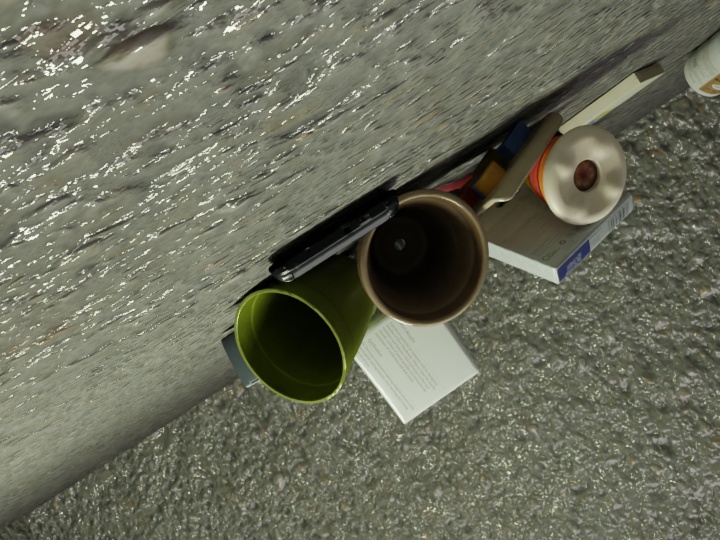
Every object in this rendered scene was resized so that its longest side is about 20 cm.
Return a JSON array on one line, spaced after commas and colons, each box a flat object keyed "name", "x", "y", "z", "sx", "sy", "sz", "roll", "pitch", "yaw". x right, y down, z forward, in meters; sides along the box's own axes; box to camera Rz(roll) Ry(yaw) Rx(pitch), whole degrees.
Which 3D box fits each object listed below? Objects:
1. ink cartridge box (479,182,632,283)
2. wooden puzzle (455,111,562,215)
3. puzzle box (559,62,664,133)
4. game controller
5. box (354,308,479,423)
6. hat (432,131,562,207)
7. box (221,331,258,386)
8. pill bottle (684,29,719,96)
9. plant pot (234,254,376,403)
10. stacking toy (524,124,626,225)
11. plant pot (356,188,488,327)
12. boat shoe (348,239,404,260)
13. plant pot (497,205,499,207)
[{"name": "ink cartridge box", "x": 0.291, "y": -0.081, "z": 1.458, "sx": 0.196, "sy": 0.044, "sz": 0.199, "roll": -41, "pitch": -139, "yaw": -22}, {"name": "wooden puzzle", "x": 0.207, "y": -0.154, "z": 1.429, "sx": 0.186, "sy": 0.046, "sz": 0.200, "roll": -53, "pitch": -171, "yaw": -23}, {"name": "puzzle box", "x": 0.504, "y": -0.342, "z": 1.862, "sx": 0.199, "sy": 0.026, "sz": 0.133, "roll": -36, "pitch": 175, "yaw": 42}, {"name": "game controller", "x": -0.036, "y": -0.049, "z": 1.241, "sx": 0.199, "sy": 0.042, "sz": 0.104, "roll": -32, "pitch": -170, "yaw": -2}, {"name": "box", "x": 0.076, "y": 0.117, "z": 1.662, "sx": 0.170, "sy": 0.200, "sz": 0.200, "roll": -35, "pitch": -158, "yaw": 5}, {"name": "hat", "x": 0.240, "y": -0.202, "z": 1.585, "sx": 0.165, "sy": 0.175, "sz": 0.202, "roll": -36, "pitch": -146, "yaw": 38}, {"name": "box", "x": -0.136, "y": 0.116, "z": 1.747, "sx": 0.147, "sy": 0.105, "sz": 0.199, "roll": -31, "pitch": 177, "yaw": 42}, {"name": "pill bottle", "x": 0.804, "y": -0.468, "z": 2.014, "sx": 0.114, "sy": 0.115, "sz": 0.200, "roll": -31, "pitch": 175, "yaw": -14}, {"name": "plant pot", "x": -0.068, "y": 0.074, "z": 1.481, "sx": 0.200, "sy": 0.201, "sz": 0.193, "roll": -35, "pitch": -173, "yaw": 39}, {"name": "stacking toy", "x": 0.302, "y": -0.158, "z": 1.437, "sx": 0.145, "sy": 0.147, "sz": 0.200, "roll": -31, "pitch": -158, "yaw": -13}, {"name": "plant pot", "x": 0.078, "y": -0.031, "z": 1.419, "sx": 0.199, "sy": 0.202, "sz": 0.175, "roll": -31, "pitch": -165, "yaw": -5}, {"name": "boat shoe", "x": 0.000, "y": 0.000, "z": 1.668, "sx": 0.199, "sy": 0.073, "sz": 0.062, "roll": -30, "pitch": -146, "yaw": 27}, {"name": "plant pot", "x": 0.290, "y": -0.126, "z": 1.936, "sx": 0.186, "sy": 0.189, "sz": 0.199, "roll": -28, "pitch": -171, "yaw": -41}]
